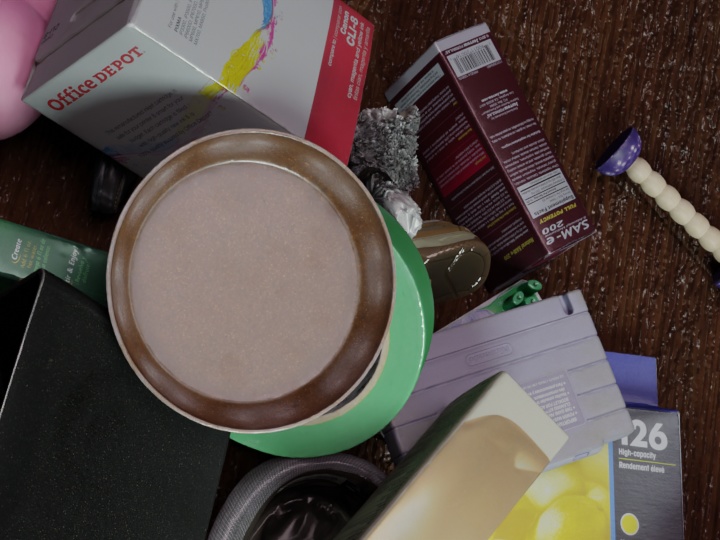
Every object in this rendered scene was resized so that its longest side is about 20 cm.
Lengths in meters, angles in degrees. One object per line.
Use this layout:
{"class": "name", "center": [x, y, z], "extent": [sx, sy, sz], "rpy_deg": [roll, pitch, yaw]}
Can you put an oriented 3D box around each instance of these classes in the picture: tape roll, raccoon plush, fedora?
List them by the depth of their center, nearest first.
{"class": "tape roll", "center": [-0.047, 0.034, 1.168], "extent": [0.200, 0.200, 0.048], "rpy_deg": [44, 19, -4]}
{"class": "fedora", "center": [-0.044, 0.234, 1.197], "extent": [0.176, 0.090, 0.201], "rpy_deg": [26, 63, -14]}
{"class": "raccoon plush", "center": [0.026, -0.065, 1.272], "extent": [0.133, 0.097, 0.200], "rpy_deg": [-6, 37, -33]}

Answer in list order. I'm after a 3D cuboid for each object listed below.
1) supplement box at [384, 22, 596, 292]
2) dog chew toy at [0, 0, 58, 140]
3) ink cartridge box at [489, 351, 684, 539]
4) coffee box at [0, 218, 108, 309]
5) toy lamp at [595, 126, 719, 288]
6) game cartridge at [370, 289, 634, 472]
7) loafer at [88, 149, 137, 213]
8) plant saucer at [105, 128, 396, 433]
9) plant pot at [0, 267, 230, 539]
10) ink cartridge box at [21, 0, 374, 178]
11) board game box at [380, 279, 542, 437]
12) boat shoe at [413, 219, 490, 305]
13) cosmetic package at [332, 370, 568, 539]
{"class": "supplement box", "center": [0.108, -0.094, 1.367], "extent": [0.061, 0.109, 0.201], "rpy_deg": [-24, 84, -29]}
{"class": "dog chew toy", "center": [-0.274, -0.196, 1.232], "extent": [0.124, 0.125, 0.201], "rpy_deg": [28, 55, -12]}
{"class": "ink cartridge box", "center": [0.172, 0.154, 1.318], "extent": [0.196, 0.047, 0.202], "rpy_deg": [7, 72, -20]}
{"class": "coffee box", "center": [-0.277, -0.003, 1.161], "extent": [0.198, 0.123, 0.044], "rpy_deg": [18, 69, -19]}
{"class": "toy lamp", "center": [0.302, -0.044, 1.465], "extent": [0.200, 0.058, 0.058], "rpy_deg": [41, 61, -4]}
{"class": "game cartridge", "center": [0.108, 0.102, 1.269], "extent": [0.198, 0.038, 0.131], "rpy_deg": [-15, 81, -22]}
{"class": "loafer", "center": [-0.158, -0.127, 1.277], "extent": [0.072, 0.073, 0.201], "rpy_deg": [23, 65, -7]}
{"class": "plant saucer", "center": [-0.074, 0.007, 1.079], "extent": [0.198, 0.034, 0.202], "rpy_deg": [0, 90, -17]}
{"class": "plant pot", "center": [-0.206, 0.143, 1.111], "extent": [0.176, 0.199, 0.201], "rpy_deg": [26, 63, -27]}
{"class": "ink cartridge box", "center": [-0.117, -0.154, 1.183], "extent": [0.199, 0.145, 0.146], "rpy_deg": [33, 53, -31]}
{"class": "board game box", "center": [0.124, 0.132, 1.344], "extent": [0.199, 0.026, 0.201], "rpy_deg": [-29, 86, -29]}
{"class": "boat shoe", "center": [0.000, 0.000, 1.263], "extent": [0.198, 0.072, 0.076], "rpy_deg": [-8, 34, -25]}
{"class": "cosmetic package", "center": [0.050, 0.173, 1.147], "extent": [0.071, 0.105, 0.200], "rpy_deg": [44, 64, -2]}
